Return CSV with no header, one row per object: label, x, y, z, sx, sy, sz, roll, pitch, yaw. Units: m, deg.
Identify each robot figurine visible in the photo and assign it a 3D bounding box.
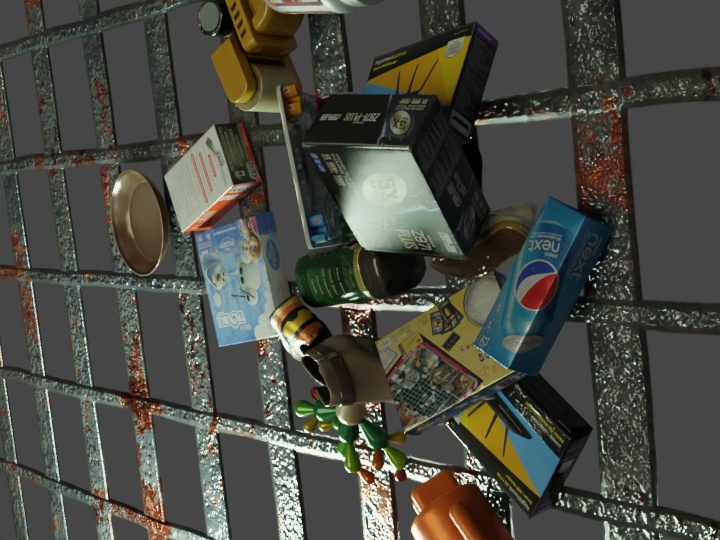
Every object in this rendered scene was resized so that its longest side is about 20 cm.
robot figurine,0.146,0.373,1.610,0.201,0.115,0.145,55,130,28

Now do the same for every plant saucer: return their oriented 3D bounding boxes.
plant saucer,-0.412,-0.093,2.249,0.199,0.036,0.204,17,113,49

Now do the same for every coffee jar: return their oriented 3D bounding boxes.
coffee jar,0.000,0.000,1.705,0.199,0.103,0.087,-10,99,52

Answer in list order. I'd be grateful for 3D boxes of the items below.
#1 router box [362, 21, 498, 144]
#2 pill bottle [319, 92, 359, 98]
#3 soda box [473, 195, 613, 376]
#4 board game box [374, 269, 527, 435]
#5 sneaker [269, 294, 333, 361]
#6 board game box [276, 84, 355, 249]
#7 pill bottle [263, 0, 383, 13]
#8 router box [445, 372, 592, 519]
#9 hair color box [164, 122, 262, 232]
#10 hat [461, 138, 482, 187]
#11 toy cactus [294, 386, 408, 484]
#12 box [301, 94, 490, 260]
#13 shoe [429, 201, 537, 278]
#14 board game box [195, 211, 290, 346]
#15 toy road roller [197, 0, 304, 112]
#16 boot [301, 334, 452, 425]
router box,0.076,-0.223,1.529,0.198,0.051,0.151,-8,57,50
pill bottle,-0.021,-0.145,1.689,0.110,0.110,0.204,-9,92,51
soda box,0.217,0.020,1.414,0.064,0.067,0.202,33,101,41
board game box,0.122,0.109,1.534,0.199,0.034,0.137,-32,61,25
sneaker,-0.071,0.113,1.780,0.090,0.070,0.200,46,175,27
board game box,-0.049,-0.134,1.535,0.025,0.200,0.204,-11,90,14
pill bottle,-0.049,-0.417,1.652,0.198,0.113,0.116,14,110,49
router box,0.197,0.197,1.548,0.200,0.050,0.151,47,134,34
hair color box,-0.252,-0.156,2.013,0.199,0.063,0.113,-34,72,51
hat,0.074,-0.121,1.600,0.199,0.080,0.204,19,114,48
toy cactus,-0.008,0.224,1.764,0.199,0.102,0.166,36,147,24
box,0.046,-0.114,1.456,0.162,0.087,0.201,7,144,35
shoe,0.161,-0.038,1.541,0.199,0.069,0.054,-25,39,54
board game box,-0.195,0.018,2.001,0.199,0.043,0.203,-14,90,52
toy road roller,-0.143,-0.352,1.786,0.145,0.122,0.203,-32,74,38
boot,0.015,0.158,1.621,0.200,0.144,0.071,42,132,41
